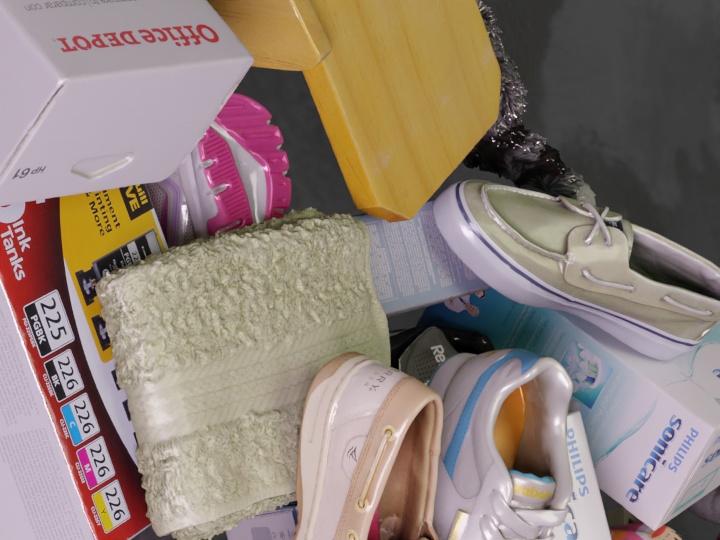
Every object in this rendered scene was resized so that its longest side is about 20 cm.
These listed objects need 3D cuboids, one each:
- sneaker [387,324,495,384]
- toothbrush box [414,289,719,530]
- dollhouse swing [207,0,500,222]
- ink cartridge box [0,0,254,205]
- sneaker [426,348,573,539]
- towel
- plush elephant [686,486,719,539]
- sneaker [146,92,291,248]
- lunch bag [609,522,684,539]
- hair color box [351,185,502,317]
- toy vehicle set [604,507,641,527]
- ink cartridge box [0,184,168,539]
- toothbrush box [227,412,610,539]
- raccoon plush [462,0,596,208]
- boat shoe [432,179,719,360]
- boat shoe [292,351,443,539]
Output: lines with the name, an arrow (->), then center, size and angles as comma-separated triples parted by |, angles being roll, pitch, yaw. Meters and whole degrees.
sneaker -> 0.014, 0.067, 1.520 | 0.200, 0.090, 0.067 | -18, 94, -55
toothbrush box -> 0.156, 0.052, 1.636 | 0.200, 0.086, 0.146 | 36, 30, 19
dollhouse swing -> -0.036, -0.142, 1.484 | 0.200, 0.181, 0.176 | -50, 140, -49
ink cartridge box -> -0.167, -0.135, 1.245 | 0.200, 0.085, 0.144 | 51, 33, 17
sneaker -> 0.063, 0.138, 1.372 | 0.076, 0.081, 0.201 | 15, 75, -31
towel -> -0.049, 0.048, 1.325 | 0.200, 0.036, 0.149 | -15, 91, -51
plush elephant -> 0.271, 0.181, 1.729 | 0.164, 0.200, 0.155 | -27, 98, -47
sneaker -> -0.076, 0.011, 1.403 | 0.081, 0.088, 0.201 | -6, 85, -49
lunch bag -> 0.156, 0.256, 1.590 | 0.082, 0.176, 0.201 | -21, 96, -58
hair color box -> 0.000, 0.000, 1.512 | 0.200, 0.099, 0.061 | -12, 88, -56
toy vehicle set -> 0.191, 0.276, 1.766 | 0.124, 0.026, 0.201 | 35, 53, -45
ink cartridge box -> -0.143, 0.024, 1.315 | 0.175, 0.084, 0.201 | -34, 108, -55
toothbrush box -> 0.041, 0.175, 1.461 | 0.199, 0.085, 0.147 | -15, 92, -34
raccoon plush -> 0.072, -0.126, 1.654 | 0.200, 0.097, 0.134 | 47, 41, -28
boat shoe -> 0.132, -0.012, 1.524 | 0.199, 0.062, 0.072 | 23, 41, -31
boat shoe -> 0.008, 0.144, 1.312 | 0.074, 0.069, 0.201 | -22, 119, -50
